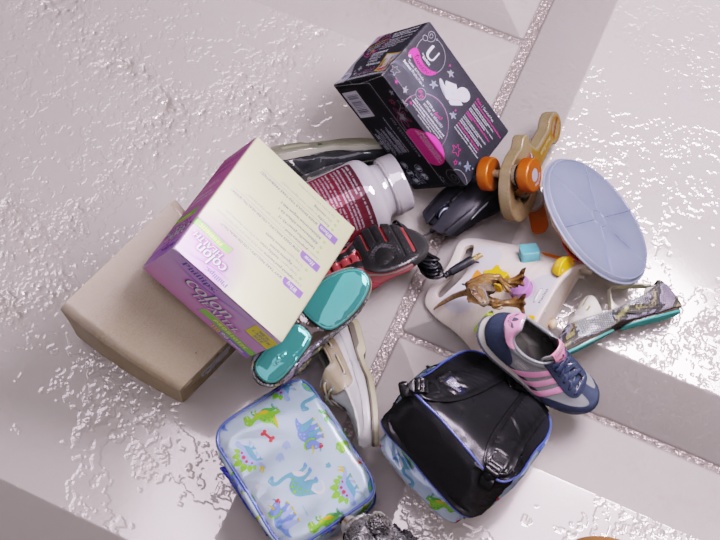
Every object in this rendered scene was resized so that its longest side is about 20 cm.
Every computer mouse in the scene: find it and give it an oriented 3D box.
[{"bbox_3d":[0.143,-0.072,1.625,0.199,0.046,0.141,-28,48,-9],"label":"computer mouse"}]

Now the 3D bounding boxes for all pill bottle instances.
[{"bbox_3d":[-0.031,-0.083,1.624,0.199,0.113,0.113,-25,70,-7],"label":"pill bottle"}]

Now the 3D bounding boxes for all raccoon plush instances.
[{"bbox_3d":[0.062,0.360,1.435,0.199,0.134,0.097,18,70,9],"label":"raccoon plush"}]

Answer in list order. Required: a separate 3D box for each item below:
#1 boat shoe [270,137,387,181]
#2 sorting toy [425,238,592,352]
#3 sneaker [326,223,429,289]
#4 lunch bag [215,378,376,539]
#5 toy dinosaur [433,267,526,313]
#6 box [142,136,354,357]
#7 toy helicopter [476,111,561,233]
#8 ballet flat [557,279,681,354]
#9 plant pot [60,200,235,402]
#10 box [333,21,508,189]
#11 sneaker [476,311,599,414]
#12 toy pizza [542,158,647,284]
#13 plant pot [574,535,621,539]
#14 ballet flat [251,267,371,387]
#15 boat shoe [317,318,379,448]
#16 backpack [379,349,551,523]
[{"bbox_3d":[-0.036,-0.155,1.689,0.199,0.072,0.068,-9,106,-9],"label":"boat shoe"},{"bbox_3d":[0.188,0.029,1.597,0.179,0.107,0.201,22,70,30],"label":"sorting toy"},{"bbox_3d":[0.000,0.000,1.603,0.199,0.087,0.074,-22,65,2],"label":"sneaker"},{"bbox_3d":[-0.087,0.255,1.510,0.160,0.083,0.200,-32,71,-11],"label":"lunch bag"},{"bbox_3d":[0.158,0.023,1.507,0.105,0.200,0.061,4,85,-2],"label":"toy dinosaur"},{"bbox_3d":[-0.136,-0.028,1.457,0.176,0.097,0.200,42,56,-16],"label":"box"},{"bbox_3d":[0.243,-0.144,1.633,0.079,0.133,0.200,4,46,33],"label":"toy helicopter"},{"bbox_3d":[0.335,0.060,1.580,0.199,0.072,0.072,-19,69,-12],"label":"ballet flat"},{"bbox_3d":[-0.251,0.061,1.544,0.177,0.200,0.200,44,75,4],"label":"plant pot"},{"bbox_3d":[0.085,-0.224,1.614,0.115,0.132,0.200,-49,115,-22],"label":"box"},{"bbox_3d":[0.240,0.119,1.464,0.199,0.082,0.070,33,64,-21],"label":"sneaker"},{"bbox_3d":[0.316,-0.064,1.599,0.200,0.032,0.201,26,44,-28],"label":"toy pizza"},{"bbox_3d":[0.293,0.412,1.388,0.199,0.201,0.140,20,55,10],"label":"plant pot"},{"bbox_3d":[-0.067,0.074,1.519,0.072,0.072,0.200,41,76,16],"label":"ballet flat"},{"bbox_3d":[-0.019,0.152,1.536,0.068,0.075,0.201,-7,45,-9],"label":"boat shoe"},{"bbox_3d":[0.131,0.203,1.477,0.183,0.147,0.200,45,35,11],"label":"backpack"}]
